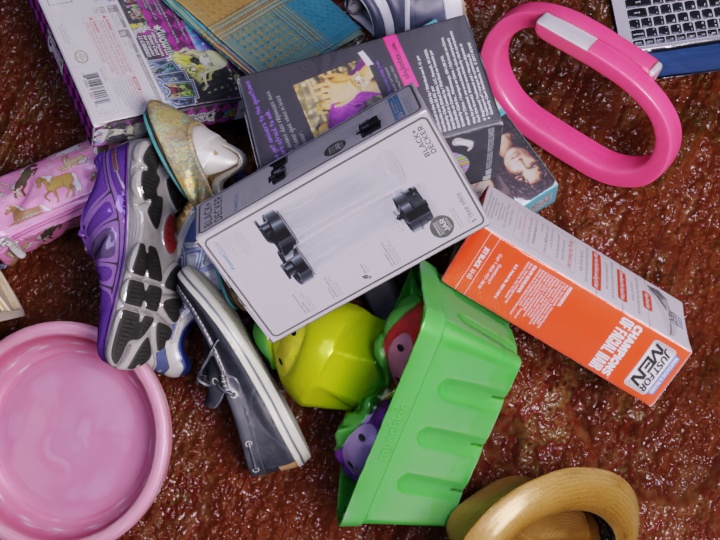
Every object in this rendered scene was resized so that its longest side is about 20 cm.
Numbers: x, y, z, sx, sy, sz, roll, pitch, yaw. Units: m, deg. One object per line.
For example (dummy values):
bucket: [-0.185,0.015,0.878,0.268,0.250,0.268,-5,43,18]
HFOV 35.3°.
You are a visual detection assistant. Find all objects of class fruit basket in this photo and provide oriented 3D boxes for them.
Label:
fruit basket: [0.005,0.088,0.924,0.215,0.156,0.216,0,111,0]

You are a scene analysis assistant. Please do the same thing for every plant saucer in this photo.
plant saucer: [-0.257,0.145,0.992,0.200,0.051,0.201,-1,86,9]

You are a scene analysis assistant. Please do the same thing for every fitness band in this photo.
fitness band: [0.193,-0.154,0.998,0.200,0.144,0.037,37,63,16]

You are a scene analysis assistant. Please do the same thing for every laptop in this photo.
laptop: [0.332,-0.253,1.026,0.187,0.116,0.201,-7,75,2]

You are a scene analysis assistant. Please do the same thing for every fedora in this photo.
fedora: [0.132,0.223,0.908,0.201,0.201,0.082,-44,39,-7]

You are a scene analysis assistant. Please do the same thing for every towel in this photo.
towel: [-0.109,-0.258,1.080,0.200,0.022,0.147,42,51,13]

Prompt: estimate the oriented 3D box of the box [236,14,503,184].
box: [0.010,-0.120,0.962,0.199,0.122,0.106,-15,72,1]

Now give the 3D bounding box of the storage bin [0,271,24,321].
storage bin: [-0.416,0.053,0.972,0.200,0.199,0.094,-30,92,-3]

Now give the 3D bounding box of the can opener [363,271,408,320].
can opener: [0.000,0.000,1.030,0.067,0.053,0.200,-35,73,29]

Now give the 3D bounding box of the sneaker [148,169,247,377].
sneaker: [-0.143,0.003,1.029,0.088,0.075,0.200,31,88,4]

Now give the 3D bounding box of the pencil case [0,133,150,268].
pencil case: [-0.261,-0.075,1.048,0.200,0.083,0.087,-25,74,-3]

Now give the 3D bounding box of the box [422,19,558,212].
box: [0.092,-0.128,1.048,0.082,0.049,0.200,-33,75,-4]

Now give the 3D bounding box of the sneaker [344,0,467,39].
sneaker: [0.022,-0.316,1.094,0.108,0.070,0.201,-18,77,-2]

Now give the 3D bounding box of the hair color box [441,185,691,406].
hair color box: [0.172,0.018,0.944,0.200,0.111,0.064,30,113,0]

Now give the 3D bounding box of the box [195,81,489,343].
box: [-0.016,-0.043,0.879,0.200,0.117,0.060,-30,30,9]

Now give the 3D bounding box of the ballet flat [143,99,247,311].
ballet flat: [-0.115,-0.064,0.962,0.071,0.071,0.200,-25,88,-2]

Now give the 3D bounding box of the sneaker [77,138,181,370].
sneaker: [-0.203,-0.012,0.972,0.083,0.081,0.201,-7,72,25]

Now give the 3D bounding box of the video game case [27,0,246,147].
video game case: [-0.196,-0.215,1.052,0.181,0.036,0.200,-16,63,-27]

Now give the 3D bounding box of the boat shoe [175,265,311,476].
boat shoe: [-0.112,0.090,0.970,0.062,0.075,0.200,-27,101,-1]
